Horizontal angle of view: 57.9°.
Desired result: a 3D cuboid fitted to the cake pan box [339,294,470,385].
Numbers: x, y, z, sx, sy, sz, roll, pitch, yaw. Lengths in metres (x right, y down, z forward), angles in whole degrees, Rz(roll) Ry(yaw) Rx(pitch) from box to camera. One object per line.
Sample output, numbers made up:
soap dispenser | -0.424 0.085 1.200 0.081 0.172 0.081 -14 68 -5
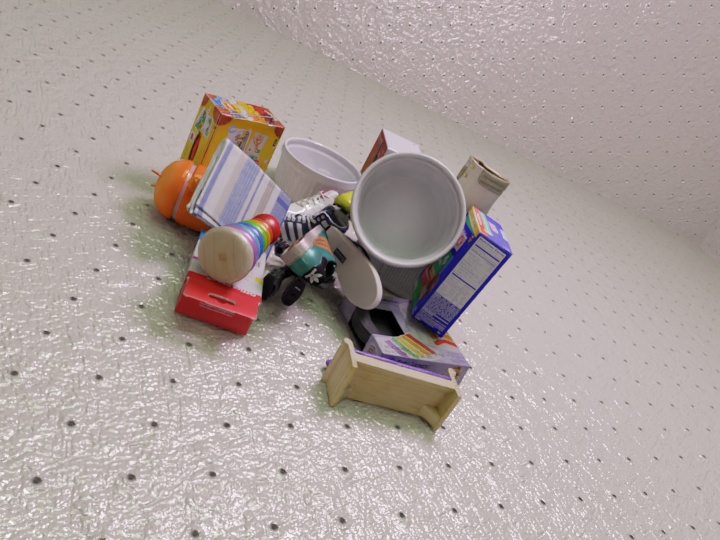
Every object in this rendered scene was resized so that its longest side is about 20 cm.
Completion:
cake pan box | 0.073 0.116 1.163 0.200 0.052 0.184 13 27 -29

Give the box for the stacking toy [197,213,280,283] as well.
stacking toy | -0.176 -0.045 1.027 0.085 0.085 0.200 31 19 3

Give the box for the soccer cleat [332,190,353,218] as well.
soccer cleat | -0.002 -0.147 1.333 0.065 0.084 0.200 42 10 5

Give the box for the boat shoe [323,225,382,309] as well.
boat shoe | 0.000 0.000 1.180 0.093 0.075 0.200 25 25 -49

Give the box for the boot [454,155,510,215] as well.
boot | 0.170 -0.158 1.260 0.200 0.155 0.072 26 27 -6

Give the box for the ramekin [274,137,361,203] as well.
ramekin | -0.106 -0.216 1.526 0.200 0.105 0.200 23 27 -12

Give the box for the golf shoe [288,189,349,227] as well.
golf shoe | -0.098 -0.135 1.394 0.200 0.092 0.075 0 26 -45

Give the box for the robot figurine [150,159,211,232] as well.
robot figurine | -0.280 -0.127 1.168 0.200 0.117 0.144 23 26 -13

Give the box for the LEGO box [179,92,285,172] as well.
LEGO box | -0.260 -0.226 1.274 0.149 0.200 0.077 3 37 -44

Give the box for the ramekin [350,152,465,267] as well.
ramekin | 0.080 -0.103 1.167 0.200 0.200 0.105 29 -3 -1

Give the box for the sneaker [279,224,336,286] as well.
sneaker | -0.080 -0.020 1.089 0.080 0.071 0.200 52 12 -7

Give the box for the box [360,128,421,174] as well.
box | 0.060 -0.217 1.588 0.106 0.200 0.152 22 26 -15

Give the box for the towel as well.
towel | -0.203 -0.113 1.121 0.024 0.147 0.200 8 -22 35

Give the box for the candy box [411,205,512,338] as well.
candy box | 0.179 -0.001 1.191 0.077 0.200 0.169 35 19 -7

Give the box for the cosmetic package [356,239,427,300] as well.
cosmetic package | 0.104 -0.055 1.375 0.200 0.165 0.165 30 25 2

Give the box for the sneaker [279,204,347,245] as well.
sneaker | -0.121 -0.096 1.285 0.200 0.109 0.070 27 25 -5

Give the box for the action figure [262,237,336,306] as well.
action figure | -0.111 0.001 1.167 0.130 0.069 0.200 27 23 2

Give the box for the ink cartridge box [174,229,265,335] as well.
ink cartridge box | -0.216 0.025 1.012 0.116 0.067 0.200 21 26 -15

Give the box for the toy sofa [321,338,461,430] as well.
toy sofa | 0.047 0.168 1.005 0.200 0.083 0.098 19 29 -21
